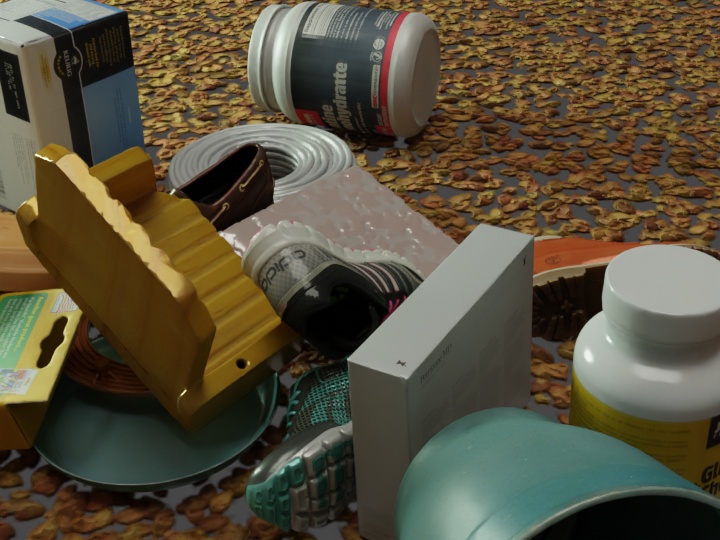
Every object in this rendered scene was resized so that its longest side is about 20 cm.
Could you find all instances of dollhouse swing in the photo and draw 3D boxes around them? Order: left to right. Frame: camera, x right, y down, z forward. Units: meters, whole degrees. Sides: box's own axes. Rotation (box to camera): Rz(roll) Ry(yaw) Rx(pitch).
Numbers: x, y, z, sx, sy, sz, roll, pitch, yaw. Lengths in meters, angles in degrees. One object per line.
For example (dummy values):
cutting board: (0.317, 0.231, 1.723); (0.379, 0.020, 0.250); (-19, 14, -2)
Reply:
dollhouse swing: (-0.131, -0.018, 0.850); (0.200, 0.176, 0.181); (46, 48, 11)

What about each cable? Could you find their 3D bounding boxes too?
cable: (-0.099, -0.084, 1.176); (0.197, 0.070, 0.200); (-13, 34, -17)

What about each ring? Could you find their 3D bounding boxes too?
ring: (-0.167, 0.039, 0.985); (0.197, 0.019, 0.201); (-1, 33, 1)

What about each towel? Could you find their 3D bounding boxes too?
towel: (0.000, 0.000, 1.026); (0.199, 0.032, 0.190); (40, 46, 22)

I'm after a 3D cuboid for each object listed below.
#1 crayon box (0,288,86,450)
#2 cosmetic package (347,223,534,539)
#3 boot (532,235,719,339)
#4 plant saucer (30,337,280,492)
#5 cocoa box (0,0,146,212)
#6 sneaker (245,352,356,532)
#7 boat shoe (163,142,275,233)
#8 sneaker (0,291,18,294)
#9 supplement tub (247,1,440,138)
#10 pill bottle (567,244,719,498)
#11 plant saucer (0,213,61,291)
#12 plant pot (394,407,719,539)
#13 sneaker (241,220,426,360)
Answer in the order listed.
crayon box: (-0.305, 0.079, 0.903); (0.197, 0.052, 0.127); (-5, 40, 13)
cosmetic package: (0.064, 0.080, 0.834); (0.051, 0.153, 0.200); (16, 36, 26)
boot: (0.224, -0.002, 1.035); (0.197, 0.076, 0.108); (-6, 27, -5)
plant saucer: (-0.160, 0.109, 0.915); (0.197, 0.028, 0.201); (-1, 33, 1)
cocoa box: (-0.314, -0.168, 1.197); (0.132, 0.202, 0.131); (22, 38, 35)
sneaker: (-0.027, 0.117, 0.852); (0.090, 0.079, 0.199); (22, 31, 29)
boat shoe: (-0.156, -0.045, 1.020); (0.070, 0.071, 0.200); (29, 51, 28)
sneaker: (-0.349, 0.015, 1.036); (0.198, 0.076, 0.081); (19, 29, 29)
supplement tub: (-0.016, -0.235, 1.346); (0.197, 0.142, 0.141); (10, 34, 18)
pill bottle: (0.193, 0.091, 0.762); (0.110, 0.202, 0.113); (-2, 32, 1)
plant saucer: (-0.324, -0.022, 1.011); (0.197, 0.033, 0.200); (10, 11, -2)
plant pot: (0.106, 0.176, 0.660); (0.197, 0.203, 0.188); (-9, 17, -12)
sneaker: (-0.003, 0.029, 0.882); (0.199, 0.074, 0.088); (21, 31, -49)
